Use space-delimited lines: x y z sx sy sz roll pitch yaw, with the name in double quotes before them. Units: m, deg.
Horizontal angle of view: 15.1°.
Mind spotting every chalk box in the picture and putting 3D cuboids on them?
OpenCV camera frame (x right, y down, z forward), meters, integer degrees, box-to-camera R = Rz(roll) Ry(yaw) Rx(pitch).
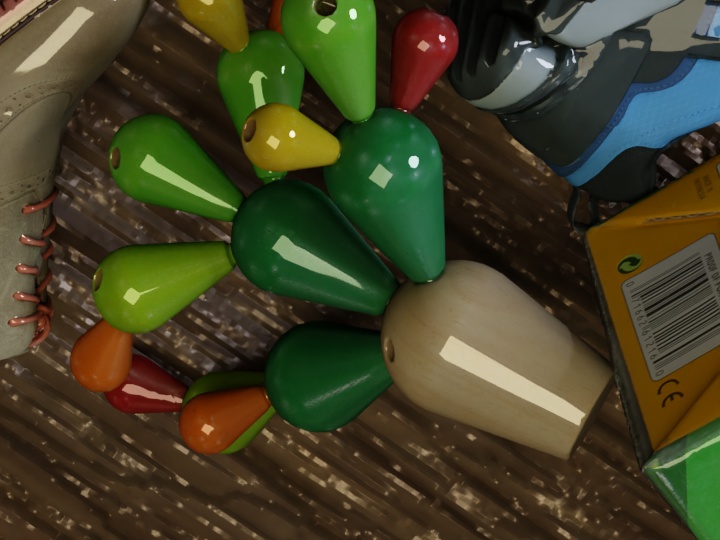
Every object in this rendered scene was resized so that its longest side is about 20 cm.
"chalk box" 0.173 0.058 0.798 0.124 0.125 0.200 -31 121 15

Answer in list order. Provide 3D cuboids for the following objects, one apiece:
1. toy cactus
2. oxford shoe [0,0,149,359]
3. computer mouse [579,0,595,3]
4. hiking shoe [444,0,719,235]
"toy cactus" 0.000 0.000 0.807 0.164 0.102 0.201 30 127 10
"oxford shoe" -0.111 -0.016 0.826 0.075 0.070 0.200 44 120 9
"computer mouse" -0.012 -0.141 0.765 0.199 0.053 0.139 0 123 34
"hiking shoe" 0.120 -0.099 0.794 0.199 0.075 0.087 -34 124 17
